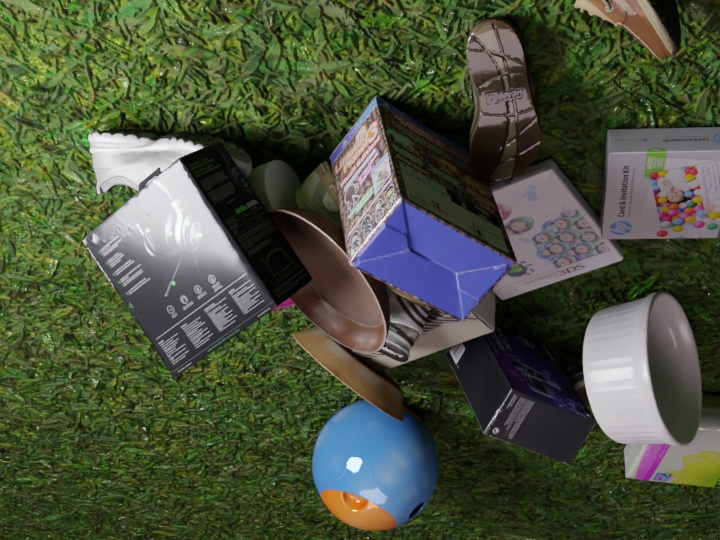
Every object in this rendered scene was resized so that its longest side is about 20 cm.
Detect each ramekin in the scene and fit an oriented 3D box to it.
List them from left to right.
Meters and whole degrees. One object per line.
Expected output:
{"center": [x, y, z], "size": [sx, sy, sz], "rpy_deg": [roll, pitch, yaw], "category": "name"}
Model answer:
{"center": [0.373, 0.135, 1.498], "size": [0.097, 0.203, 0.200], "rpy_deg": [-11, 142, 35], "category": "ramekin"}

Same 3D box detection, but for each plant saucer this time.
{"center": [-0.035, 0.005, 1.271], "size": [0.199, 0.034, 0.201], "rpy_deg": [36, 151, 23], "category": "plant saucer"}
{"center": [-0.008, 0.138, 1.604], "size": [0.200, 0.200, 0.036], "rpy_deg": [37, 92, -35], "category": "plant saucer"}

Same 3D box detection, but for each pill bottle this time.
{"center": [-0.166, -0.062, 1.372], "size": [0.198, 0.112, 0.111], "rpy_deg": [-19, 137, 30], "category": "pill bottle"}

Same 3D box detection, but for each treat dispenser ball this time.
{"center": [0.023, 0.303, 1.764], "size": [0.198, 0.203, 0.202], "rpy_deg": [4, 144, 3], "category": "treat dispenser ball"}

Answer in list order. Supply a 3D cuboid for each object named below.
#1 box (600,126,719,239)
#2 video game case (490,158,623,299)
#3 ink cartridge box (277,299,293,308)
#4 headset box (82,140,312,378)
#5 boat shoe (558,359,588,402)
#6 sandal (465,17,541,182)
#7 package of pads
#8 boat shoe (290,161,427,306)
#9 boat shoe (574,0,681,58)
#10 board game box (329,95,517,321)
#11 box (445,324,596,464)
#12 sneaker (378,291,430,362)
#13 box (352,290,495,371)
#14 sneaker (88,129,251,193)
{"center": [0.381, -0.099, 1.305], "size": [0.197, 0.042, 0.157], "rpy_deg": [1, 143, 9], "category": "box"}
{"center": [0.206, -0.045, 1.417], "size": [0.180, 0.024, 0.200], "rpy_deg": [-20, 136, 30], "category": "video game case"}
{"center": [-0.135, 0.021, 1.400], "size": [0.093, 0.038, 0.200], "rpy_deg": [-13, 162, 16], "category": "ink cartridge box"}
{"center": [-0.184, -0.018, 1.244], "size": [0.173, 0.093, 0.201], "rpy_deg": [-34, 92, 29], "category": "headset box"}
{"center": [0.295, 0.161, 1.622], "size": [0.071, 0.067, 0.201], "rpy_deg": [-7, 161, -16], "category": "boat shoe"}
{"center": [0.149, -0.186, 1.217], "size": [0.080, 0.055, 0.202], "rpy_deg": [-9, 127, 10], "category": "sandal"}
{"center": [0.509, 0.265, 1.758], "size": [0.152, 0.069, 0.201], "rpy_deg": [6, 144, 1], "category": "package of pads"}
{"center": [0.010, -0.039, 1.282], "size": [0.063, 0.200, 0.073], "rpy_deg": [-49, 164, 5], "category": "boat shoe"}
{"center": [0.233, -0.278, 1.064], "size": [0.073, 0.076, 0.200], "rpy_deg": [-19, 129, 38], "category": "boat shoe"}
{"center": [0.064, -0.070, 1.238], "size": [0.158, 0.201, 0.097], "rpy_deg": [27, 120, -26], "category": "board game box"}
{"center": [0.215, 0.159, 1.538], "size": [0.140, 0.201, 0.079], "rpy_deg": [24, 109, -22], "category": "box"}
{"center": [0.019, 0.040, 1.522], "size": [0.199, 0.116, 0.076], "rpy_deg": [22, 162, 42], "category": "sneaker"}
{"center": [0.085, 0.065, 1.537], "size": [0.198, 0.083, 0.068], "rpy_deg": [-25, 134, 33], "category": "box"}
{"center": [-0.220, -0.117, 1.317], "size": [0.197, 0.075, 0.083], "rpy_deg": [7, 104, 15], "category": "sneaker"}
